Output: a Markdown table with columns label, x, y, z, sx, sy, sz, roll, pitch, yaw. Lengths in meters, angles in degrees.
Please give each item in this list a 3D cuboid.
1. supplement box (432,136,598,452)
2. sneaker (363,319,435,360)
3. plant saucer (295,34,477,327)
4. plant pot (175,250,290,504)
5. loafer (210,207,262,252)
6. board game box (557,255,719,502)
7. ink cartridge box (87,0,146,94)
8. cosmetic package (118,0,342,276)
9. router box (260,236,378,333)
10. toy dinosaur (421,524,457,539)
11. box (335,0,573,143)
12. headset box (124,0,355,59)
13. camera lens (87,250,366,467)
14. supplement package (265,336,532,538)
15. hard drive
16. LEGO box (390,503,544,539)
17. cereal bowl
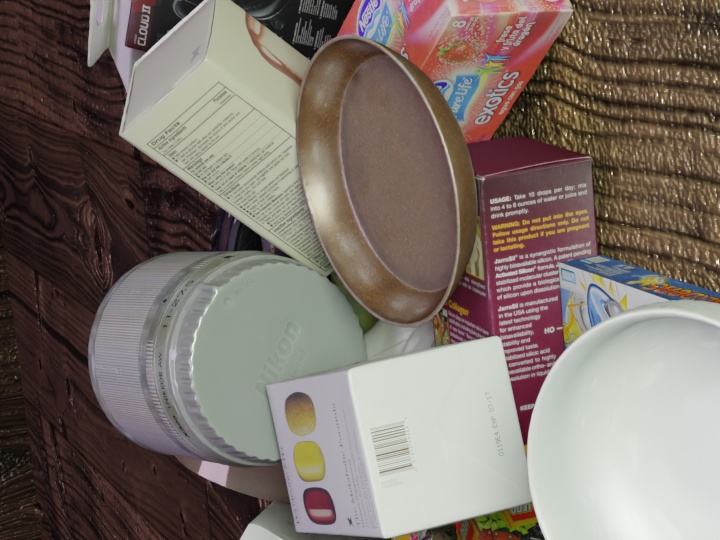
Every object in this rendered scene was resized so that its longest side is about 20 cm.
| label | x | y | z | sx | sy | sz | roll | pitch | yaw |
| --- | --- | --- | --- | --- | --- | --- | --- | --- | --- |
| supplement box | 0.105 | 0.017 | 1.484 | 0.110 | 0.085 | 0.201 | -152 | 54 | -66 |
| sneaker | 0.016 | 0.099 | 1.653 | 0.087 | 0.074 | 0.200 | 42 | 113 | 32 |
| plant saucer | 0.021 | -0.063 | 1.460 | 0.200 | 0.034 | 0.201 | 36 | 135 | 47 |
| plant pot | -0.051 | 0.075 | 1.858 | 0.187 | 0.187 | 0.201 | -139 | 60 | -62 |
| loafer | -0.107 | -0.025 | 1.887 | 0.063 | 0.072 | 0.200 | 35 | 160 | 18 |
| board game box | 0.186 | 0.072 | 1.356 | 0.200 | 0.034 | 0.136 | -158 | 60 | -67 |
| ink cartridge box | -0.148 | -0.250 | 1.902 | 0.129 | 0.199 | 0.125 | 102 | 152 | -46 |
| cosmetic package | -0.065 | -0.097 | 1.587 | 0.103 | 0.200 | 0.087 | -35 | 33 | 31 |
| router box | 0.000 | 0.000 | 1.715 | 0.157 | 0.052 | 0.201 | -7 | 94 | 38 |
| toy dinosaur | 0.041 | 0.237 | 1.599 | 0.200 | 0.047 | 0.088 | 135 | 138 | -67 |
| box | 0.054 | -0.159 | 1.502 | 0.200 | 0.094 | 0.103 | 123 | 135 | -54 |
| headset box | -0.097 | -0.237 | 1.737 | 0.077 | 0.199 | 0.149 | -73 | -3 | -51 |
| camera lens | -0.104 | 0.066 | 1.644 | 0.200 | 0.159 | 0.161 | 0 | 99 | 61 |
| supplement package | 0.022 | 0.115 | 1.472 | 0.200 | 0.109 | 0.114 | 160 | 98 | -71 |
| hard drive | -0.022 | 0.232 | 1.785 | 0.027 | 0.132 | 0.200 | -61 | -5 | 7 |
| LEGO box | 0.090 | 0.212 | 1.632 | 0.200 | 0.077 | 0.149 | 101 | 152 | -45 |
| cereal bowl | 0.197 | 0.110 | 1.219 | 0.200 | 0.083 | 0.201 | 12 | 110 | 36 |
